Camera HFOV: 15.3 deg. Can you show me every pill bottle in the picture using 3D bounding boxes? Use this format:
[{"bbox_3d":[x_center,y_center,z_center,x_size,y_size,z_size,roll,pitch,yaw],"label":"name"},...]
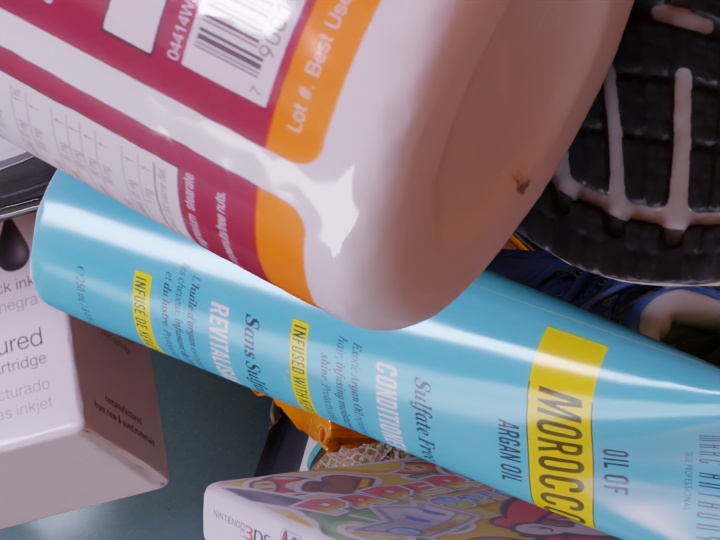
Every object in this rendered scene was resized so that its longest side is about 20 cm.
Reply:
[{"bbox_3d":[-0.053,-0.078,0.525,0.200,0.110,0.110,28,173,18],"label":"pill bottle"}]

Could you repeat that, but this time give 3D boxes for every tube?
[{"bbox_3d":[0.015,0.020,0.645,0.200,0.050,0.078,22,152,22],"label":"tube"}]

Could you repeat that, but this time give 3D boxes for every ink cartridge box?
[{"bbox_3d":[-0.159,-0.011,0.928,0.144,0.200,0.084,-16,158,12],"label":"ink cartridge box"}]

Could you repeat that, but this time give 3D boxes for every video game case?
[{"bbox_3d":[0.084,0.078,0.768,0.200,0.023,0.182,-5,-169,-32],"label":"video game case"}]

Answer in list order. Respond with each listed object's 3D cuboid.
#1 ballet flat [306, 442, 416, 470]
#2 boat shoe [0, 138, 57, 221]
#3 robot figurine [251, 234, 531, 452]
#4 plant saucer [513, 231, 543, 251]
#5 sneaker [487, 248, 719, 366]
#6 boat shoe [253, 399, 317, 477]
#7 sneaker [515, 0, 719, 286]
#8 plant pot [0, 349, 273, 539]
[{"bbox_3d":[0.067,0.072,0.913,0.200,0.068,0.075,-12,-122,-44],"label":"ballet flat"},{"bbox_3d":[-0.141,-0.034,0.795,0.200,0.070,0.066,-15,141,29],"label":"boat shoe"},{"bbox_3d":[0.000,0.000,0.880,0.145,0.058,0.200,3,-157,-26],"label":"robot figurine"},{"bbox_3d":[0.128,0.012,0.759,0.200,0.032,0.200,30,174,4],"label":"plant saucer"},{"bbox_3d":[0.078,0.023,0.698,0.200,0.076,0.077,22,147,49],"label":"sneaker"},{"bbox_3d":[0.000,0.051,0.969,0.076,0.200,0.060,41,128,-13],"label":"boat shoe"},{"bbox_3d":[0.052,-0.040,0.601,0.081,0.074,0.200,0,-170,-43],"label":"sneaker"},{"bbox_3d":[-0.095,-0.003,1.038,0.200,0.200,0.135,27,150,22],"label":"plant pot"}]
